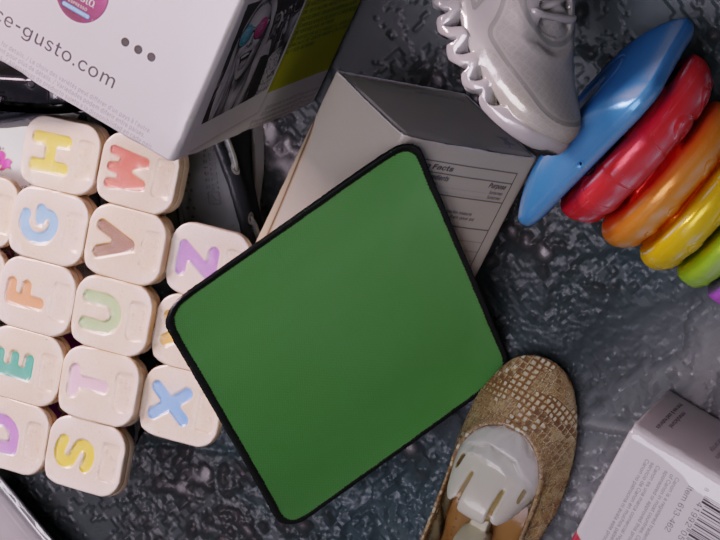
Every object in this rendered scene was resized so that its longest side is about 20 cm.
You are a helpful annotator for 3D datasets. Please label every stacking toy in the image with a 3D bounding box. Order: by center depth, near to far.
[{"bbox_3d":[0.191,-0.025,1.324,0.200,0.110,0.116,41,125,-3],"label":"stacking toy"}]

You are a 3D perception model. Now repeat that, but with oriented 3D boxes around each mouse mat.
[{"bbox_3d":[-0.008,0.038,1.352,0.160,0.201,0.008,-35,46,-9],"label":"mouse mat"}]

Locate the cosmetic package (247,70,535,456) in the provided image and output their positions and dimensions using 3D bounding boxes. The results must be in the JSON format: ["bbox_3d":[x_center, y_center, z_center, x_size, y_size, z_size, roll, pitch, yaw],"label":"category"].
[{"bbox_3d":[0.000,0.000,1.386,0.073,0.103,0.201,44,116,41],"label":"cosmetic package"}]

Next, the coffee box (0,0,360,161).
[{"bbox_3d":[-0.102,-0.204,1.337,0.199,0.200,0.199,30,110,13],"label":"coffee box"}]

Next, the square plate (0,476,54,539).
[{"bbox_3d":[-0.228,0.243,1.583,0.198,0.028,0.200,46,114,6],"label":"square plate"}]

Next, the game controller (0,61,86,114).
[{"bbox_3d":[-0.221,-0.122,1.456,0.199,0.104,0.042,5,113,21],"label":"game controller"}]

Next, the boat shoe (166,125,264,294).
[{"bbox_3d":[-0.085,-0.008,1.450,0.075,0.060,0.202,-8,99,23],"label":"boat shoe"}]

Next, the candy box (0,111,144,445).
[{"bbox_3d":[-0.206,0.008,1.484,0.135,0.061,0.202,-7,100,4],"label":"candy box"}]

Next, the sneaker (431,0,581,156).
[{"bbox_3d":[0.079,-0.157,1.268,0.081,0.075,0.201,-22,75,30],"label":"sneaker"}]

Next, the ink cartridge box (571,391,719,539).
[{"bbox_3d":[0.209,0.183,1.364,0.199,0.083,0.146,31,111,13],"label":"ink cartridge box"}]

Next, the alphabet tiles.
[{"bbox_3d":[-0.157,0.019,1.408,0.194,0.015,0.202,14,98,22],"label":"alphabet tiles"}]

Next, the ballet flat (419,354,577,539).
[{"bbox_3d":[0.067,0.144,1.421,0.070,0.065,0.201,22,109,15],"label":"ballet flat"}]
